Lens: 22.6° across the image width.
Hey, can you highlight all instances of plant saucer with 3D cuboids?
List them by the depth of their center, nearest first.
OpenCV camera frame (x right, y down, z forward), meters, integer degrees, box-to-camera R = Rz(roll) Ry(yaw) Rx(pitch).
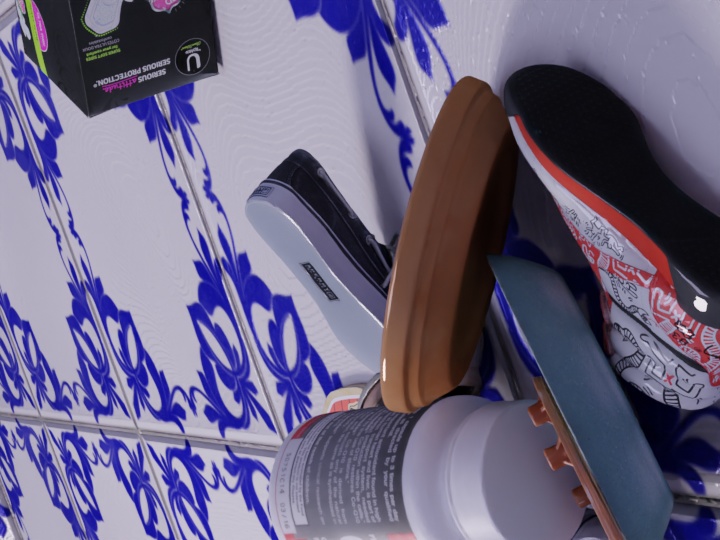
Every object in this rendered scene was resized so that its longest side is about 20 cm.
[{"bbox_3d":[0.130,0.073,1.025,0.201,0.036,0.200,63,-175,-9],"label":"plant saucer"},{"bbox_3d":[0.056,-0.012,1.053,0.037,0.201,0.201,14,136,11],"label":"plant saucer"}]

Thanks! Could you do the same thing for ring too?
[{"bbox_3d":[0.139,0.152,1.014,0.201,0.019,0.200,62,-175,-10],"label":"ring"}]

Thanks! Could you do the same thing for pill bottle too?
[{"bbox_3d":[0.042,0.141,1.170,0.200,0.114,0.114,-13,99,48],"label":"pill bottle"}]

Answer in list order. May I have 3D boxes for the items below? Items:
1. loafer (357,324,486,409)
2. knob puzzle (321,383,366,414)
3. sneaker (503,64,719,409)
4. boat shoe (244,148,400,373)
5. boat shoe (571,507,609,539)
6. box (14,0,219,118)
[{"bbox_3d":[0.042,0.097,1.260,0.200,0.072,0.063,110,156,-55],"label":"loafer"},{"bbox_3d":[0.009,0.181,1.480,0.220,0.030,0.220,48,150,40],"label":"knob puzzle"},{"bbox_3d":[0.136,-0.015,0.972,0.201,0.067,0.108,50,149,32],"label":"sneaker"},{"bbox_3d":[-0.002,0.000,1.291,0.199,0.068,0.073,49,151,-19],"label":"boat shoe"},{"bbox_3d":[0.146,0.254,1.151,0.067,0.073,0.201,19,115,51],"label":"boat shoe"},{"bbox_3d":[-0.208,-0.254,1.455,0.149,0.124,0.201,42,145,48],"label":"box"}]
